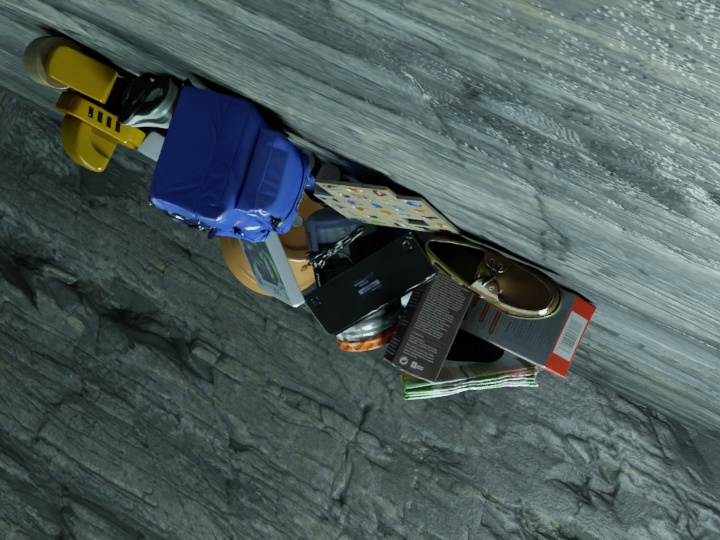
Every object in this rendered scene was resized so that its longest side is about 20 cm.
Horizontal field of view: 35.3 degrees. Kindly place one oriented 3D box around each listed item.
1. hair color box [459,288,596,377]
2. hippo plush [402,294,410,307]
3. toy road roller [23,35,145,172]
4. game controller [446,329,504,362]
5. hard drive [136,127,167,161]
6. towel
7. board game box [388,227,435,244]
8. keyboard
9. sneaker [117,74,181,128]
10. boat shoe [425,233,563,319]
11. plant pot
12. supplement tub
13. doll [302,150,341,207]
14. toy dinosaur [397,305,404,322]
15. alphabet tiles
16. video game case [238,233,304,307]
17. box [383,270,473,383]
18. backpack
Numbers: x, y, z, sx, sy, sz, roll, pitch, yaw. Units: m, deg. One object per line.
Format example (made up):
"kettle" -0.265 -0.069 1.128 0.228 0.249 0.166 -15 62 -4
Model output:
"hair color box" 0.227 0.063 1.627 0.199 0.112 0.064 25 179 44
"hippo plush" 0.123 0.058 2.041 0.197 0.162 0.161 6 -177 17
"toy road roller" -0.401 -0.234 1.631 0.199 0.148 0.122 28 177 -32
"game controller" 0.182 0.075 1.774 0.103 0.201 0.043 -6 122 19
"hard drive" -0.265 -0.190 1.778 0.199 0.042 0.136 28 -155 -33
"towel" 0.158 0.161 1.671 0.197 0.031 0.149 -9 -179 2
"board game box" 0.083 -0.041 1.786 0.199 0.042 0.199 29 177 -37
"keyboard" 0.000 0.000 1.587 0.128 0.199 0.021 54 -157 -12
"sneaker" -0.252 -0.204 1.521 0.115 0.076 0.200 30 174 -27
"boat shoe" 0.170 0.009 1.492 0.198 0.073 0.068 22 -179 30
"plant pot" -0.125 -0.070 1.893 0.198 0.202 0.140 27 160 -13
"supplement tub" -0.007 0.008 1.669 0.121 0.203 0.123 -10 -165 3
"doll" -0.050 -0.115 1.578 0.135 0.049 0.200 27 177 5
"toy dinosaur" 0.047 0.002 1.850 0.136 0.102 0.200 43 -168 -19
"alphabet tiles" 0.025 -0.082 1.455 0.165 0.008 0.200 9 170 25
"video game case" -0.153 -0.052 1.650 0.181 0.023 0.202 19 132 68
"box" 0.108 0.053 1.619 0.074 0.202 0.100 23 179 -6
"backpack" -0.149 -0.111 1.385 0.166 0.165 0.200 22 176 12
